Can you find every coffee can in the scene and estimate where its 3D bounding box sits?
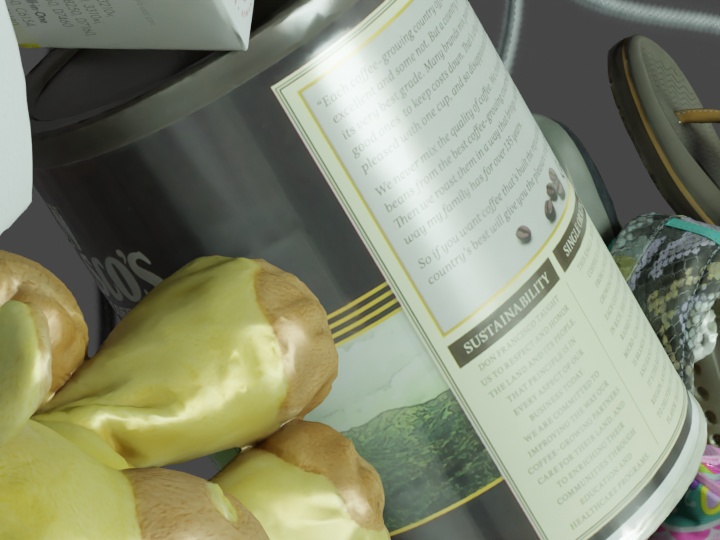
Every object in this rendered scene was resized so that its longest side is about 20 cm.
[{"bbox_3d":[0.000,0.000,0.843,0.200,0.146,0.146,59,46,-18],"label":"coffee can"}]

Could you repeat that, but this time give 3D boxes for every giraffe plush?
[{"bbox_3d":[-0.080,0.074,0.666,0.199,0.162,0.173,-15,88,-12],"label":"giraffe plush"}]

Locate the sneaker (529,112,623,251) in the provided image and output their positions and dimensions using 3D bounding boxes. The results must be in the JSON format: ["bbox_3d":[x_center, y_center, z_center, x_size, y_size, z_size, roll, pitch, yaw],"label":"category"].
[{"bbox_3d":[0.096,0.026,0.994,0.114,0.076,0.200,-36,110,-47],"label":"sneaker"}]

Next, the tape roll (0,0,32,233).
[{"bbox_3d":[-0.177,-0.052,0.628,0.203,0.202,0.071,59,44,-18],"label":"tape roll"}]

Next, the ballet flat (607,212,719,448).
[{"bbox_3d":[0.139,0.074,0.935,0.072,0.072,0.201,-39,117,-44],"label":"ballet flat"}]

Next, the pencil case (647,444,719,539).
[{"bbox_3d":[0.083,0.154,0.875,0.087,0.087,0.200,24,102,-41],"label":"pencil case"}]

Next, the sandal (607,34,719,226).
[{"bbox_3d":[0.160,-0.018,1.033,0.082,0.055,0.200,35,21,-50],"label":"sandal"}]

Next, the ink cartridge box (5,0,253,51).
[{"bbox_3d":[-0.086,-0.125,0.743,0.068,0.199,0.116,62,33,-66],"label":"ink cartridge box"}]
